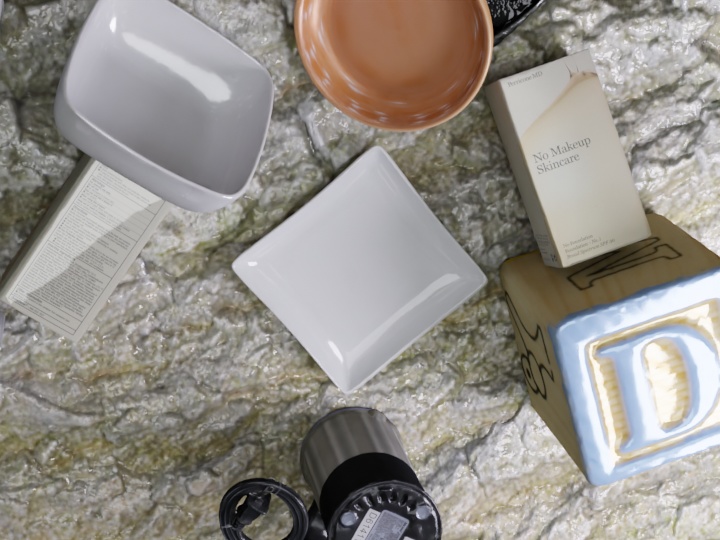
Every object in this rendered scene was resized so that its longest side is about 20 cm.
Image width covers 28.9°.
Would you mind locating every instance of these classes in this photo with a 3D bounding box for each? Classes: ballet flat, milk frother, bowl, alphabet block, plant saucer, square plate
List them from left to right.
[{"bbox_3d":[-0.189,-0.152,1.307,0.200,0.200,0.075,30,134,-20],"label":"bowl"},{"bbox_3d":[-0.042,0.226,1.445,0.180,0.188,0.200,-44,110,4],"label":"milk frother"},{"bbox_3d":[0.000,0.000,1.465,0.198,0.028,0.200,-39,111,4],"label":"square plate"},{"bbox_3d":[0.034,-0.233,1.350,0.200,0.037,0.200,10,120,17],"label":"plant saucer"},{"bbox_3d":[0.150,-0.268,1.391,0.066,0.057,0.200,40,96,-21],"label":"ballet flat"},{"bbox_3d":[0.277,0.076,1.454,0.196,0.200,0.195,-17,111,-5],"label":"alphabet block"}]

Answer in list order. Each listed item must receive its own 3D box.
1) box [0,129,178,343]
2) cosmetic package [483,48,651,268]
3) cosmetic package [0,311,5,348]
[{"bbox_3d":[-0.262,-0.041,1.372,0.095,0.078,0.200,34,98,-19],"label":"box"},{"bbox_3d":[0.209,-0.112,1.419,0.103,0.073,0.200,-21,95,-6],"label":"cosmetic package"},{"bbox_3d":[-0.444,0.026,1.344,0.200,0.107,0.090,40,96,-18],"label":"cosmetic package"}]
